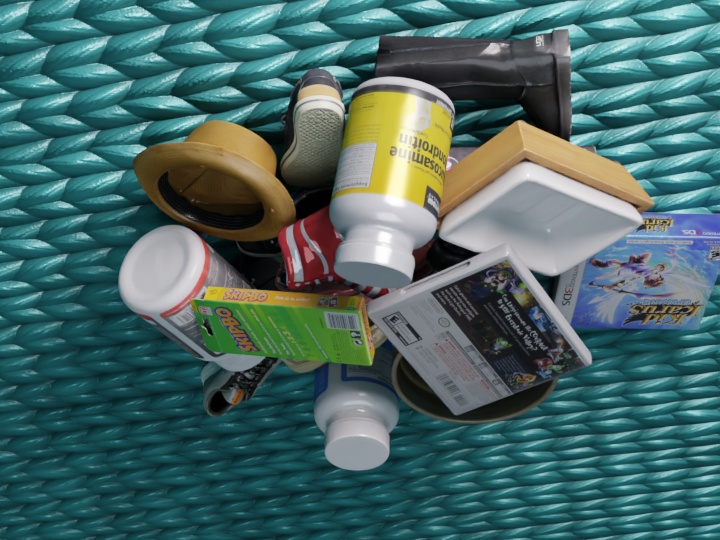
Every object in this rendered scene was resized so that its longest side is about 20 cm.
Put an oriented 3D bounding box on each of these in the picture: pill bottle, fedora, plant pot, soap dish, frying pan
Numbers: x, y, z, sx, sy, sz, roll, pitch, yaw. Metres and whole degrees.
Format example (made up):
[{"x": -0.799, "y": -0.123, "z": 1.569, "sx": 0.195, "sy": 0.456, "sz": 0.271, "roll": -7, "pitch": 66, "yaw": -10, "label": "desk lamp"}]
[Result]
[{"x": 0.029, "y": -0.088, "z": 1.315, "sx": 0.112, "sy": 0.200, "sz": 0.112, "roll": 9, "pitch": 163, "yaw": 3, "label": "pill bottle"}, {"x": -0.190, "y": 0.040, "z": 1.535, "sx": 0.116, "sy": 0.116, "sz": 0.200, "roll": -17, "pitch": 145, "yaw": 20, "label": "pill bottle"}, {"x": -0.155, "y": -0.109, "z": 1.430, "sx": 0.200, "sy": 0.082, "sz": 0.201, "roll": 16, "pitch": 153, "yaw": 8, "label": "fedora"}, {"x": 0.136, "y": 0.063, "z": 1.573, "sx": 0.200, "sy": 0.174, "sz": 0.200, "roll": 0, "pitch": 137, "yaw": 0, "label": "plant pot"}, {"x": 0.188, "y": -0.075, "z": 1.367, "sx": 0.200, "sy": 0.081, "sz": 0.157, "roll": 18, "pitch": 143, "yaw": -35, "label": "soap dish"}, {"x": -0.005, "y": 0.154, "z": 1.663, "sx": 0.112, "sy": 0.200, "sz": 0.112, "roll": 1, "pitch": 140, "yaw": 1, "label": "pill bottle"}, {"x": 0.169, "y": -0.027, "z": 1.467, "sx": 0.190, "sy": 0.115, "sz": 0.031, "roll": -7, "pitch": 118, "yaw": -2, "label": "frying pan"}]

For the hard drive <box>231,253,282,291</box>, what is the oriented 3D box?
[{"x": -0.059, "y": -0.005, "z": 1.604, "sx": 0.140, "sy": 0.038, "sz": 0.200, "roll": 32, "pitch": 131, "yaw": -32, "label": "hard drive"}]

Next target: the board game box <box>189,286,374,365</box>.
[{"x": -0.088, "y": 0.063, "z": 1.445, "sx": 0.200, "sy": 0.030, "sz": 0.096, "roll": 2, "pitch": 138, "yaw": 13, "label": "board game box"}]

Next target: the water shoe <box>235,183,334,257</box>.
[{"x": -0.073, "y": -0.067, "z": 1.481, "sx": 0.200, "sy": 0.072, "sz": 0.079, "roll": -16, "pitch": 169, "yaw": 26, "label": "water shoe"}]

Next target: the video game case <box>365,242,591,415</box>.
[{"x": 0.135, "y": 0.071, "z": 1.439, "sx": 0.182, "sy": 0.023, "sz": 0.200, "roll": -24, "pitch": 126, "yaw": 24, "label": "video game case"}]

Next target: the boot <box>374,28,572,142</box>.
[{"x": 0.123, "y": -0.190, "z": 1.364, "sx": 0.200, "sy": 0.066, "sz": 0.165, "roll": -4, "pitch": 145, "yaw": 8, "label": "boot"}]

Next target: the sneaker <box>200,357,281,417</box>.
[{"x": -0.150, "y": 0.134, "z": 1.736, "sx": 0.074, "sy": 0.079, "sz": 0.200, "roll": 26, "pitch": 132, "yaw": -24, "label": "sneaker"}]

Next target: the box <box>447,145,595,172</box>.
[{"x": 0.155, "y": -0.094, "z": 1.456, "sx": 0.200, "sy": 0.036, "sz": 0.143, "roll": -3, "pitch": 157, "yaw": -8, "label": "box"}]

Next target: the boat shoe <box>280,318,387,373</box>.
[{"x": -0.033, "y": 0.073, "z": 1.611, "sx": 0.200, "sy": 0.071, "sz": 0.065, "roll": -27, "pitch": 134, "yaw": 30, "label": "boat shoe"}]

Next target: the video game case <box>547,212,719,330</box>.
[{"x": 0.344, "y": 0.003, "z": 1.603, "sx": 0.200, "sy": 0.045, "sz": 0.181, "roll": 1, "pitch": 140, "yaw": -1, "label": "video game case"}]

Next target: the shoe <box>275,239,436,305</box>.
[{"x": 0.000, "y": 0.000, "z": 1.518, "sx": 0.200, "sy": 0.072, "sz": 0.091, "roll": -20, "pitch": 145, "yaw": 22, "label": "shoe"}]

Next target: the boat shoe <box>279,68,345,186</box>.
[{"x": -0.051, "y": -0.153, "z": 1.417, "sx": 0.075, "sy": 0.062, "sz": 0.200, "roll": 0, "pitch": 155, "yaw": -6, "label": "boat shoe"}]

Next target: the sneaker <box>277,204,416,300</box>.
[{"x": -0.016, "y": 0.001, "z": 1.442, "sx": 0.112, "sy": 0.071, "sz": 0.200, "roll": -21, "pitch": 134, "yaw": 20, "label": "sneaker"}]
